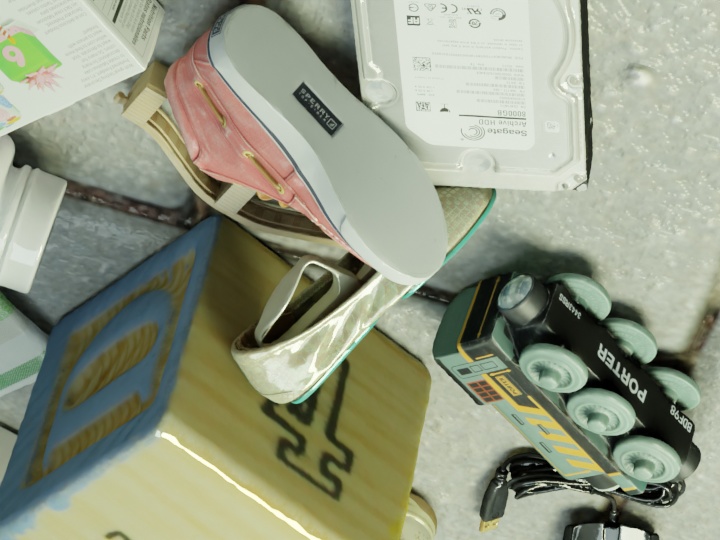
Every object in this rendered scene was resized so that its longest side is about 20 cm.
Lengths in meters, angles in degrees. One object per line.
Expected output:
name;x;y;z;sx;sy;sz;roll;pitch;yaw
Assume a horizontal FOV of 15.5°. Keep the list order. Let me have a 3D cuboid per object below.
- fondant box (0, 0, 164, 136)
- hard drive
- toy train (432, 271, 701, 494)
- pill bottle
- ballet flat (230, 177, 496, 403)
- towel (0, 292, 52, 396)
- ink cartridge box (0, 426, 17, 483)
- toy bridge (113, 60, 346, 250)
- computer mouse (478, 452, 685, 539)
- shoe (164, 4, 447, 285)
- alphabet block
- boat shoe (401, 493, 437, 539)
fondant box;-0.235;-0.179;1.583;0.144;0.058;0.200;-21;126;31
hard drive;0.066;-0.131;1.573;0.139;0.038;0.201;4;137;10
toy train;0.139;0.075;1.744;0.114;0.086;0.200;-14;134;42
pill bottle;-0.293;-0.054;1.688;0.199;0.110;0.109;20;137;-6
ballet flat;0.000;0.000;1.647;0.200;0.067;0.062;-47;115;2
towel;-0.318;0.021;1.837;0.149;0.031;0.200;-25;123;30
ink cartridge box;-0.260;0.221;1.985;0.146;0.083;0.200;29;135;-17
toy bridge;-0.071;-0.062;1.685;0.199;0.027;0.067;30;135;-17
computer mouse;0.151;0.209;1.897;0.140;0.046;0.201;8;137;4
shoe;-0.034;-0.066;1.612;0.200;0.071;0.091;50;146;-8
alphabet block;-0.096;0.120;1.758;0.200;0.197;0.195;38;133;-24
boat shoe;-0.044;0.201;1.922;0.199;0.065;0.072;-3;135;19
